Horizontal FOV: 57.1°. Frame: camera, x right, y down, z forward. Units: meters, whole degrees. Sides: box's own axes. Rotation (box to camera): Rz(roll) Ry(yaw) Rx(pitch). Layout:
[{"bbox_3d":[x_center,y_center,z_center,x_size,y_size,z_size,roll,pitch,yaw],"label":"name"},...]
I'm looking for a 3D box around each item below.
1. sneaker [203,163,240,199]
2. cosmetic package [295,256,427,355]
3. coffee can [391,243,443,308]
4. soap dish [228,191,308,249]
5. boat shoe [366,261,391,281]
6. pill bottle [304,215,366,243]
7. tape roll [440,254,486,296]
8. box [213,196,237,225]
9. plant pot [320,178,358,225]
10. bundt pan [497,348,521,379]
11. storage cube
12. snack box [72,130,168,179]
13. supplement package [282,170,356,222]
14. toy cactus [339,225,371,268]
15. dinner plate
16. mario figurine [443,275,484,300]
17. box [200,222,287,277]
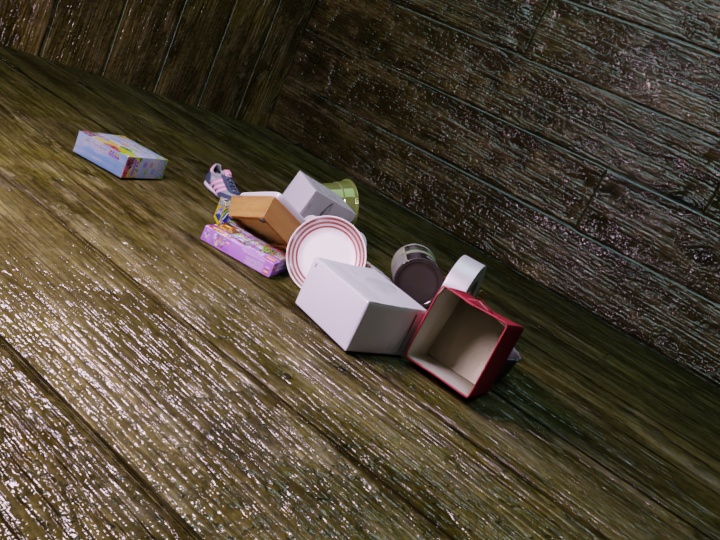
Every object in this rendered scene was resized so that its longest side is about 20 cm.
[{"bbox_3d":[-0.417,-0.266,2.055,0.199,0.083,0.070,36,16,33],"label":"sneaker"},{"bbox_3d":[0.000,0.081,1.455,0.198,0.124,0.199,14,18,-46],"label":"cosmetic package"},{"bbox_3d":[0.164,0.013,1.959,0.145,0.148,0.200,24,13,-6],"label":"coffee can"},{"bbox_3d":[-0.233,-0.124,1.676,0.198,0.082,0.157,8,-31,48],"label":"soap dish"},{"bbox_3d":[0.000,0.000,1.869,0.198,0.072,0.070,24,14,-23],"label":"boat shoe"},{"bbox_3d":[-0.082,-0.087,1.946,0.198,0.114,0.113,13,19,-44],"label":"pill bottle"},{"bbox_3d":[0.282,0.059,1.891,0.070,0.205,0.202,29,14,18],"label":"tape roll"},{"bbox_3d":[-0.298,-0.133,1.823,0.198,0.065,0.070,18,15,-31],"label":"box"},{"bbox_3d":[-0.134,-0.219,2.251,0.187,0.203,0.200,2,24,-30],"label":"plant pot"},{"bbox_3d":[0.296,0.202,1.655,0.199,0.077,0.202,25,13,-6],"label":"bundt pan"},{"bbox_3d":[0.232,0.157,1.463,0.170,0.202,0.179,31,8,25],"label":"storage cube"},{"bbox_3d":[-0.660,-0.319,1.834,0.167,0.068,0.200,28,12,10],"label":"snack box"},{"bbox_3d":[-0.129,-0.189,1.996,0.199,0.117,0.118,25,19,-48],"label":"supplement package"},{"bbox_3d":[-0.063,-0.026,1.664,0.201,0.164,0.102,53,-9,15],"label":"toy cactus"},{"bbox_3d":[-0.083,-0.034,1.609,0.198,0.202,0.024,27,-9,7],"label":"dinner plate"},{"bbox_3d":[0.302,0.077,2.087,0.104,0.126,0.199,-14,8,-21],"label":"mario figurine"},{"bbox_3d":[-0.275,-0.054,1.625,0.198,0.040,0.137,29,14,9],"label":"box"}]
